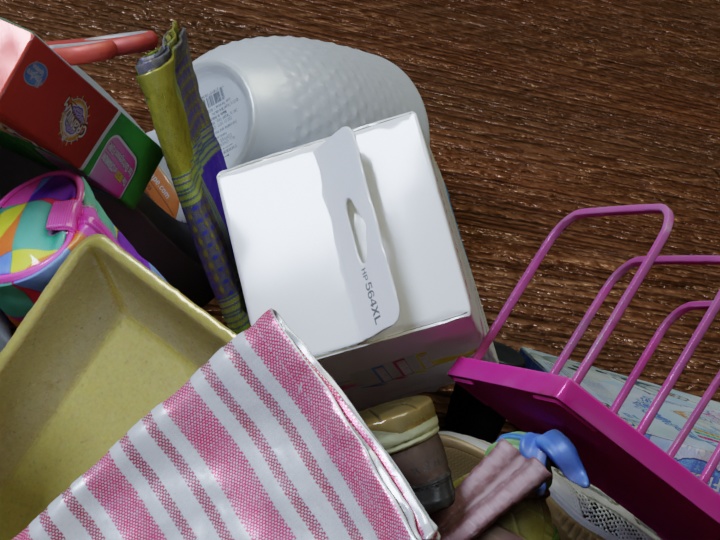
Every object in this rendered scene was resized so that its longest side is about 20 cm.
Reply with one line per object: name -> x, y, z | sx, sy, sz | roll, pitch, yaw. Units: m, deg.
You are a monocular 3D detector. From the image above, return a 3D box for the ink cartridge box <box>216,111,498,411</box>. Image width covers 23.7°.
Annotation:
ink cartridge box -> 0.000, 0.000, 1.036 | 0.200, 0.125, 0.129 | 55, 19, -73

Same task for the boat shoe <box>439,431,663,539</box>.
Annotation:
boat shoe -> 0.121, 0.156, 1.049 | 0.200, 0.071, 0.069 | 33, 27, 2

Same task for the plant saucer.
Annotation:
plant saucer -> -0.113, 0.116, 0.856 | 0.200, 0.200, 0.048 | 35, -1, 25

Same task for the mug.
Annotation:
mug -> -0.077, -0.096, 1.279 | 0.200, 0.148, 0.175 | -10, -8, 35

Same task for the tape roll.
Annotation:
tape roll -> -0.168, -0.050, 1.110 | 0.200, 0.066, 0.200 | 49, 8, -10

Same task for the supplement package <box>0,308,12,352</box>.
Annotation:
supplement package -> -0.283, -0.016, 0.971 | 0.117, 0.117, 0.200 | 52, 8, -35

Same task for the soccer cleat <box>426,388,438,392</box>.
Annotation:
soccer cleat -> 0.013, 0.026, 1.215 | 0.069, 0.078, 0.200 | 13, 8, -27

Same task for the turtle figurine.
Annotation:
turtle figurine -> 0.047, 0.191, 0.922 | 0.144, 0.200, 0.194 | 44, 47, -17

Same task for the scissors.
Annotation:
scissors -> -0.199, -0.129, 1.010 | 0.200, 0.014, 0.073 | 5, 19, 42

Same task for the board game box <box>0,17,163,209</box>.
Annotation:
board game box -> -0.207, -0.104, 0.919 | 0.153, 0.040, 0.200 | 25, -6, 17

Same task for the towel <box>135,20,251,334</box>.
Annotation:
towel -> -0.091, -0.049, 1.046 | 0.023, 0.200, 0.144 | -18, 13, 4

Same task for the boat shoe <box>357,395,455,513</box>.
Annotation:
boat shoe -> -0.036, 0.122, 0.906 | 0.073, 0.200, 0.065 | -17, 85, -49

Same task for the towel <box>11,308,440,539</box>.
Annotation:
towel -> -0.076, 0.132, 0.796 | 0.146, 0.200, 0.030 | 52, 7, 24

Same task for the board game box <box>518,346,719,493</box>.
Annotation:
board game box -> 0.216, 0.116, 1.149 | 0.198, 0.043, 0.200 | 15, 8, -11

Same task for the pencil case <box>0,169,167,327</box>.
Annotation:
pencil case -> -0.131, 0.034, 0.964 | 0.200, 0.088, 0.088 | 50, 6, -39

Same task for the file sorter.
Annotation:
file sorter -> 0.181, 0.069, 0.952 | 0.200, 0.126, 0.139 | 37, -11, -18

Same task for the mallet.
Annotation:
mallet -> 0.061, 0.040, 1.218 | 0.041, 0.066, 0.200 | 10, 28, -26
